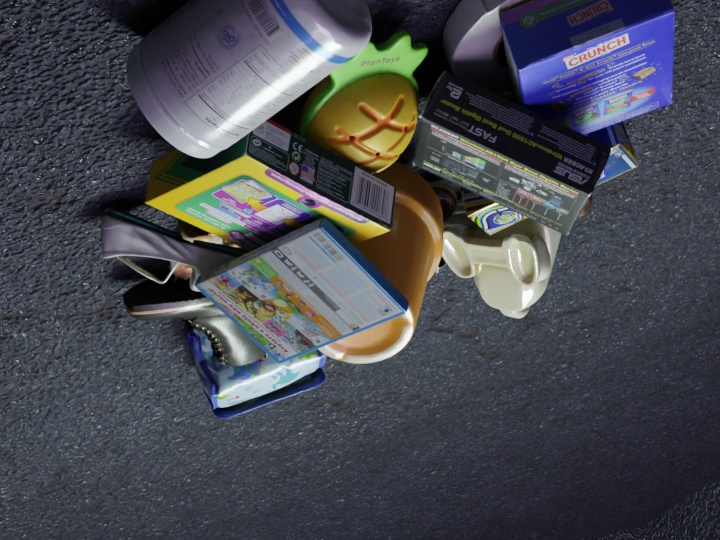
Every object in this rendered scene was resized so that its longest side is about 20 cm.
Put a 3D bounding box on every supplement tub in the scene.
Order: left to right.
[{"bbox_3d":[-0.101,-0.207,1.356,0.200,0.132,0.132,-32,154,27],"label":"supplement tub"}]

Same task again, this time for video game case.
[{"bbox_3d":[-0.065,0.025,1.607,0.200,0.018,0.143,-23,123,38],"label":"video game case"}]

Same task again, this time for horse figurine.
[{"bbox_3d":[-0.166,-0.046,1.738,0.132,0.050,0.200,-5,160,-4],"label":"horse figurine"}]

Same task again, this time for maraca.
[{"bbox_3d":[0.003,-0.172,1.548,0.137,0.107,0.200,-16,148,-26],"label":"maraca"}]

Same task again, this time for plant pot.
[{"bbox_3d":[0.000,0.000,1.724,0.199,0.184,0.201,0,132,0],"label":"plant pot"}]

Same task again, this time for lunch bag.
[{"bbox_3d":[-0.142,0.123,2.054,0.170,0.128,0.200,-19,169,-9],"label":"lunch bag"}]

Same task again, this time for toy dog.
[{"bbox_3d":[0.218,-0.056,1.885,0.139,0.200,0.194,0,134,40],"label":"toy dog"}]

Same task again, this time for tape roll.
[{"bbox_3d":[0.185,-0.262,1.584,0.202,0.037,0.203,-17,157,-8],"label":"tape roll"}]

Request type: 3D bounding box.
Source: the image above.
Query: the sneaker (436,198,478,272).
[{"bbox_3d":[0.076,-0.033,1.928,0.199,0.082,0.075,-17,156,-1],"label":"sneaker"}]

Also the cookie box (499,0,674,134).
[{"bbox_3d":[0.243,-0.223,1.572,0.171,0.075,0.200,-20,157,2],"label":"cookie box"}]

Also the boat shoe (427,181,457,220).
[{"bbox_3d":[0.030,-0.046,1.855,0.199,0.072,0.072,-19,125,7],"label":"boat shoe"}]

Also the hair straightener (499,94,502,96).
[{"bbox_3d":[0.138,-0.171,1.731,0.077,0.041,0.200,-22,151,2],"label":"hair straightener"}]

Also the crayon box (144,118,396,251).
[{"bbox_3d":[-0.094,-0.080,1.556,0.200,0.058,0.172,26,150,-36],"label":"crayon box"}]

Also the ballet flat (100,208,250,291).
[{"bbox_3d":[-0.199,-0.012,1.670,0.199,0.070,0.069,17,150,-2],"label":"ballet flat"}]

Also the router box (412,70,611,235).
[{"bbox_3d":[0.159,-0.124,1.603,0.200,0.062,0.150,25,166,5],"label":"router box"}]

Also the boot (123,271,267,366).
[{"bbox_3d":[-0.198,0.072,1.872,0.199,0.077,0.139,-9,122,-23],"label":"boot"}]

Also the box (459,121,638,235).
[{"bbox_3d":[0.216,-0.120,1.732,0.200,0.070,0.064,-26,149,22],"label":"box"}]
